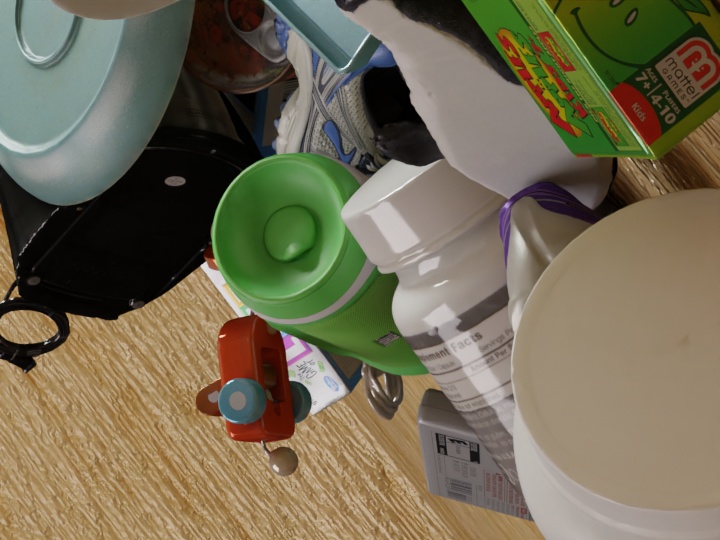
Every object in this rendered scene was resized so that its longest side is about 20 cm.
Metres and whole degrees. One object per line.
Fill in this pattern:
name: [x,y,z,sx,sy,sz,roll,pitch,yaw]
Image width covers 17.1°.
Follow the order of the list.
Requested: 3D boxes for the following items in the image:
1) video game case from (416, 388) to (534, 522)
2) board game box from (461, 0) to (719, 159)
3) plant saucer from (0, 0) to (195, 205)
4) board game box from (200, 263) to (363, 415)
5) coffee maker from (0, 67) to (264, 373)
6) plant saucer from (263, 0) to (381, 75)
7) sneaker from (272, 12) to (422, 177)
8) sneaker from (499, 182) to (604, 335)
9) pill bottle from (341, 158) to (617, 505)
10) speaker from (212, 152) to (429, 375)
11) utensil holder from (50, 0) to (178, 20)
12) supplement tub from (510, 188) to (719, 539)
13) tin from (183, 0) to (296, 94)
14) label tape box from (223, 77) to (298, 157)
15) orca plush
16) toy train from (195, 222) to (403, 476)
video game case: [0.121,0.114,1.268,0.181,0.022,0.200,15,165,7]
board game box: [0.046,-0.131,0.810,0.200,0.048,0.102,54,174,-9]
plant saucer: [-0.151,-0.135,1.225,0.027,0.201,0.200,7,-154,-38]
board game box: [-0.023,-0.012,1.525,0.135,0.034,0.200,54,-149,-8]
coffee maker: [-0.164,-0.087,1.334,0.135,0.191,0.201,46,-162,-54]
plant saucer: [-0.036,-0.167,1.141,0.019,0.070,0.200,22,-161,-46]
sneaker: [0.007,-0.076,1.208,0.085,0.077,0.200,38,158,25]
sneaker: [0.129,0.031,0.997,0.200,0.080,0.084,46,-165,-32]
pill bottle: [0.086,0.026,1.094,0.200,0.114,0.114,54,173,-8]
speaker: [0.000,0.000,1.206,0.089,0.088,0.200,49,-171,24]
utensil holder: [-0.131,-0.226,1.007,0.200,0.170,0.170,48,173,25]
supplement tub: [0.137,0.076,0.863,0.145,0.145,0.200,47,172,37]
tin: [-0.085,-0.183,1.248,0.200,0.042,0.112,51,133,16]
label tape box: [-0.088,-0.132,1.434,0.200,0.066,0.144,45,141,38]
orca plush: [0.040,-0.093,0.942,0.199,0.105,0.071,25,-124,-38]
toy train: [-0.044,0.033,1.281,0.200,0.055,0.151,0,-101,-68]
